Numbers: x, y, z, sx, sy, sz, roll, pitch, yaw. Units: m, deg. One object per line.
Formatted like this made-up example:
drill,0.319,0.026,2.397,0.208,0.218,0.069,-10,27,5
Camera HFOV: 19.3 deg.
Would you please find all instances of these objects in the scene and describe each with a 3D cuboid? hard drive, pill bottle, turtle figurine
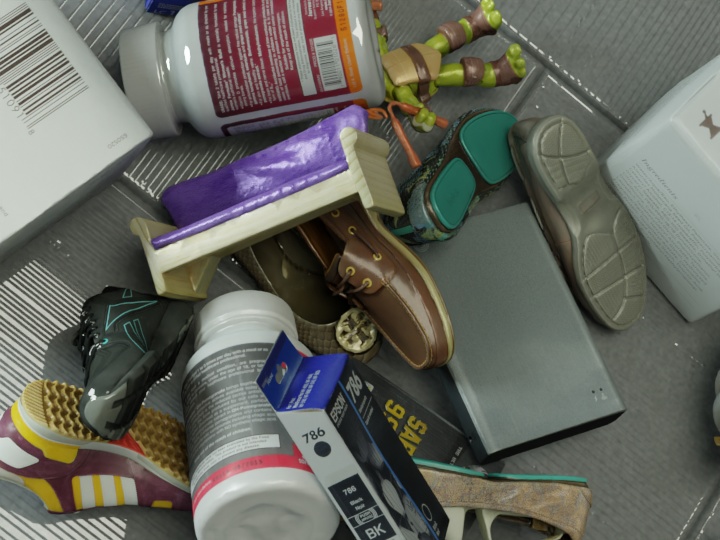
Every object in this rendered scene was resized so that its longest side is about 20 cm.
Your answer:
hard drive,0.118,0.049,1.751,0.139,0.033,0.201,-15,70,-28
pill bottle,-0.086,-0.166,1.687,0.198,0.110,0.110,-10,79,5
pill bottle,-0.080,0.116,1.620,0.110,0.111,0.201,6,47,-18
turtle figurine,0.054,-0.163,1.780,0.160,0.065,0.201,-17,52,-18

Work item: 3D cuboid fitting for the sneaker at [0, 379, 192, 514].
sneaker,-0.199,0.151,1.626,0.199,0.090,0.075,27,30,-33

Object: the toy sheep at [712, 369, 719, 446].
toy sheep,0.368,0.094,1.802,0.138,0.138,0.200,45,61,-4

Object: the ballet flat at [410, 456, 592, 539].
ballet flat,0.092,0.187,1.666,0.199,0.068,0.068,8,82,-17

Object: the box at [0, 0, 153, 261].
box,-0.302,-0.112,1.616,0.200,0.131,0.199,-38,91,-23

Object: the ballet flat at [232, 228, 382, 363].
ballet flat,-0.055,-0.003,1.722,0.067,0.046,0.200,-43,93,-23

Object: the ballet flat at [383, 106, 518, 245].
ballet flat,0.073,-0.079,1.767,0.074,0.074,0.200,50,35,-2

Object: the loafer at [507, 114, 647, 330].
loafer,0.184,-0.043,1.804,0.072,0.063,0.201,-33,110,-22

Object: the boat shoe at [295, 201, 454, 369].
boat shoe,0.000,-0.001,1.693,0.067,0.072,0.201,-27,78,-35

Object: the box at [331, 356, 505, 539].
box,0.002,0.196,1.691,0.158,0.048,0.201,35,68,-8

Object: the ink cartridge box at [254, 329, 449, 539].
ink cartridge box,-0.003,0.136,1.567,0.039,0.100,0.201,-28,105,20

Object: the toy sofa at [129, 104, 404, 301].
toy sofa,-0.075,-0.056,1.639,0.199,0.083,0.098,-22,80,17

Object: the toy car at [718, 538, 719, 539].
toy car,0.346,0.314,1.727,0.200,0.150,0.175,39,68,-7

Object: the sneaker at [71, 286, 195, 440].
sneaker,-0.188,0.067,1.604,0.079,0.200,0.076,27,109,0

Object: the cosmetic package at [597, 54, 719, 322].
cosmetic package,0.320,-0.086,1.792,0.165,0.200,0.165,-42,92,-23

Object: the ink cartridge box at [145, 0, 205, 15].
ink cartridge box,-0.106,-0.282,1.758,0.135,0.076,0.202,6,73,-17
